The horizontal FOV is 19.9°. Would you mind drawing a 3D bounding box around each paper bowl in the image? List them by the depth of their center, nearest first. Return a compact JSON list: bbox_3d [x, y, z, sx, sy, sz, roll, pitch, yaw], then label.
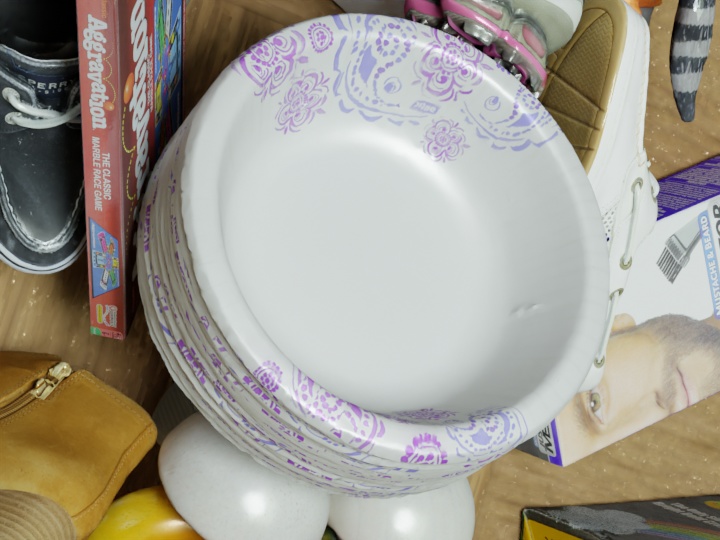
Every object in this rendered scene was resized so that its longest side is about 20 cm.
[{"bbox_3d":[0.000,0.000,0.887,0.199,0.104,0.203,11,63,-23],"label":"paper bowl"}]

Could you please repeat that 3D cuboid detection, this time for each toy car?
[{"bbox_3d":[-0.033,0.167,0.937,0.199,0.151,0.176,11,125,-34],"label":"toy car"}]

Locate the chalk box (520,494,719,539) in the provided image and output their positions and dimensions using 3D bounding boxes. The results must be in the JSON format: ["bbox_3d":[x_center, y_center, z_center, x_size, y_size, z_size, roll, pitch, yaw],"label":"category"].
[{"bbox_3d":[0.197,0.199,1.135,0.198,0.124,0.125,1,98,-32],"label":"chalk box"}]

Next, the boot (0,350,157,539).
[{"bbox_3d":[-0.200,0.075,0.882,0.144,0.199,0.071,-54,159,-57],"label":"boot"}]

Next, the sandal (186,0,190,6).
[{"bbox_3d":[-0.132,-0.111,0.908,0.200,0.054,0.081,-45,117,-18],"label":"sandal"}]

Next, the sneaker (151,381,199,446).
[{"bbox_3d":[-0.003,0.071,1.013,0.199,0.074,0.119,-29,115,-25],"label":"sneaker"}]

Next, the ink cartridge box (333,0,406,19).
[{"bbox_3d":[0.031,-0.233,0.974,0.145,0.084,0.201,39,77,-31],"label":"ink cartridge box"}]

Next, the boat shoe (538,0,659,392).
[{"bbox_3d":[0.110,-0.034,0.988,0.069,0.071,0.202,2,110,-30],"label":"boat shoe"}]

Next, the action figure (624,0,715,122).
[{"bbox_3d":[0.174,-0.185,1.036,0.200,0.104,0.195,-25,145,-62],"label":"action figure"}]

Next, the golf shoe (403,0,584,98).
[{"bbox_3d":[0.030,-0.162,0.898,0.200,0.072,0.093,39,73,-42],"label":"golf shoe"}]

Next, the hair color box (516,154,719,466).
[{"bbox_3d":[0.160,0.016,1.116,0.199,0.065,0.110,-22,110,-27],"label":"hair color box"}]

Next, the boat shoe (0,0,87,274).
[{"bbox_3d":[-0.134,-0.087,0.851,0.071,0.068,0.202,-4,112,-21],"label":"boat shoe"}]

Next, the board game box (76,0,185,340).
[{"bbox_3d":[-0.095,-0.075,0.866,0.201,0.019,0.103,96,8,-47],"label":"board game box"}]
